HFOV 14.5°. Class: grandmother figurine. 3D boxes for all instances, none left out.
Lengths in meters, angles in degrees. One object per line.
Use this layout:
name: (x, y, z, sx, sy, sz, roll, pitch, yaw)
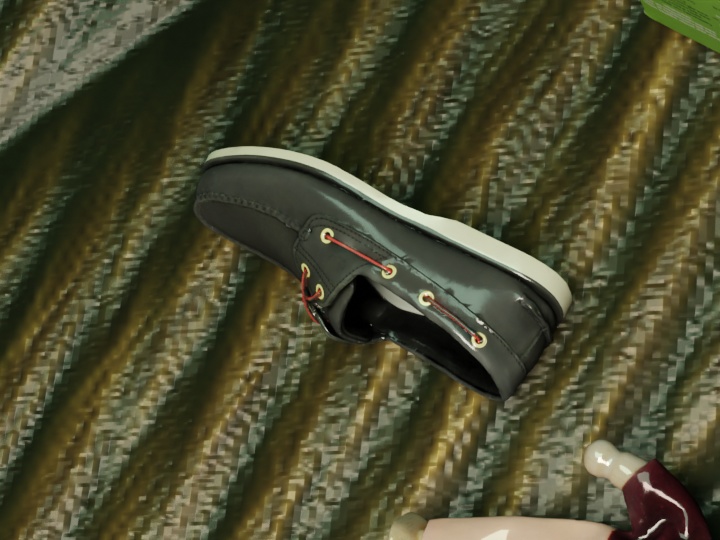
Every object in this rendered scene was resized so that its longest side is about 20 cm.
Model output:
grandmother figurine: (0.113, 0.136, 1.239, 0.199, 0.061, 0.122, 0, 94, 19)

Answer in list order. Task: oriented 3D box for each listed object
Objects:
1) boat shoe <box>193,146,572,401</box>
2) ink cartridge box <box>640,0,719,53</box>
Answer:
boat shoe: (-0.001, -0.001, 1.334, 0.201, 0.074, 0.063, 24, 69, 24)
ink cartridge box: (0.236, -0.187, 1.326, 0.147, 0.076, 0.200, 31, 79, 31)
